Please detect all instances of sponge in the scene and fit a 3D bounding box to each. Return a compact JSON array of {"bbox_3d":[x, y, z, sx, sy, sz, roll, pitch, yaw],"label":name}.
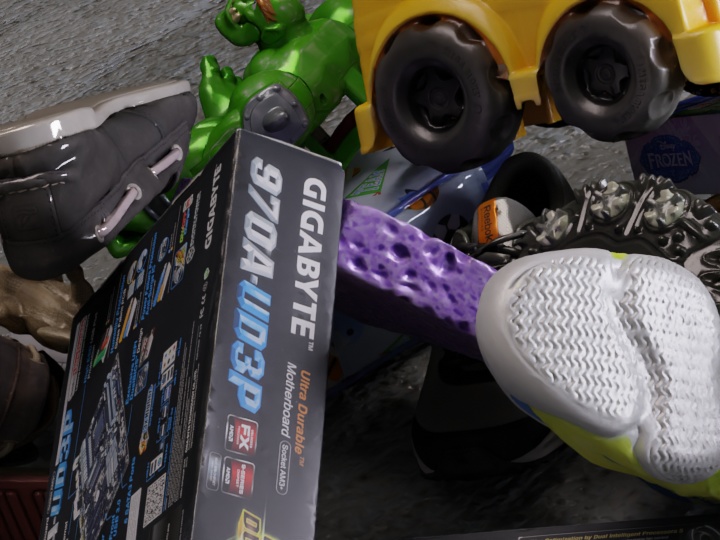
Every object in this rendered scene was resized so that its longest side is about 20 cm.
[{"bbox_3d":[0.000,0.000,0.791,0.030,0.111,0.200,-65,23,-4],"label":"sponge"}]

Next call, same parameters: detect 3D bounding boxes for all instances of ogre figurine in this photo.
[{"bbox_3d":[-0.049,-0.085,0.980,0.120,0.098,0.200,-27,-3,36],"label":"ogre figurine"}]

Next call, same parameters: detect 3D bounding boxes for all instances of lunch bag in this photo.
[{"bbox_3d":[-0.022,-0.009,0.987,0.200,0.076,0.160,-31,25,-27],"label":"lunch bag"}]

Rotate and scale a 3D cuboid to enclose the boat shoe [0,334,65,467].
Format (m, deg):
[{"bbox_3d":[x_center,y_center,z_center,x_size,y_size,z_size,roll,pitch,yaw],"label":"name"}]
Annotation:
[{"bbox_3d":[-0.174,0.063,0.876,0.073,0.075,0.200,21,-6,-9],"label":"boat shoe"}]

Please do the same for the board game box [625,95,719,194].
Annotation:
[{"bbox_3d":[0.257,-0.082,0.892,0.199,0.041,0.199,-20,10,-25],"label":"board game box"}]

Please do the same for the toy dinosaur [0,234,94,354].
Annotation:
[{"bbox_3d":[-0.148,0.012,0.864,0.200,0.101,0.058,29,73,38],"label":"toy dinosaur"}]

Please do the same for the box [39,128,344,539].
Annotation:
[{"bbox_3d":[-0.066,0.073,0.684,0.159,0.046,0.201,-43,35,49],"label":"box"}]

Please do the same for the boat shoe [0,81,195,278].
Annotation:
[{"bbox_3d":[-0.111,-0.040,0.798,0.067,0.057,0.200,-11,8,12],"label":"boat shoe"}]

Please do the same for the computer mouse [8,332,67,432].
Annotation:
[{"bbox_3d":[-0.119,0.050,0.919,0.044,0.110,0.200,2,-1,-42],"label":"computer mouse"}]

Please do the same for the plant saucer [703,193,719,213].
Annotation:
[{"bbox_3d":[0.200,-0.001,0.861,0.200,0.036,0.200,-15,25,7],"label":"plant saucer"}]

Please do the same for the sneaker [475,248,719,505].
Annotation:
[{"bbox_3d":[0.105,0.052,0.699,0.105,0.200,0.076,-22,53,55],"label":"sneaker"}]

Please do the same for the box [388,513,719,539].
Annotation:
[{"bbox_3d":[0.062,0.148,0.644,0.199,0.044,0.160,-8,27,21],"label":"box"}]

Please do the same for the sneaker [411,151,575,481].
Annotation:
[{"bbox_3d":[0.060,0.021,0.861,0.074,0.080,0.200,-8,32,21],"label":"sneaker"}]

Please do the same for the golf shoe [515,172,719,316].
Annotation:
[{"bbox_3d":[0.146,0.012,0.768,0.200,0.088,0.077,1,61,44],"label":"golf shoe"}]

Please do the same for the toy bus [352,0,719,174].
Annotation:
[{"bbox_3d":[0.087,-0.155,0.890,0.199,0.193,0.136,-7,10,36],"label":"toy bus"}]

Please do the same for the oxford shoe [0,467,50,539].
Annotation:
[{"bbox_3d":[-0.191,0.111,0.864,0.199,0.071,0.075,-9,21,17],"label":"oxford shoe"}]
